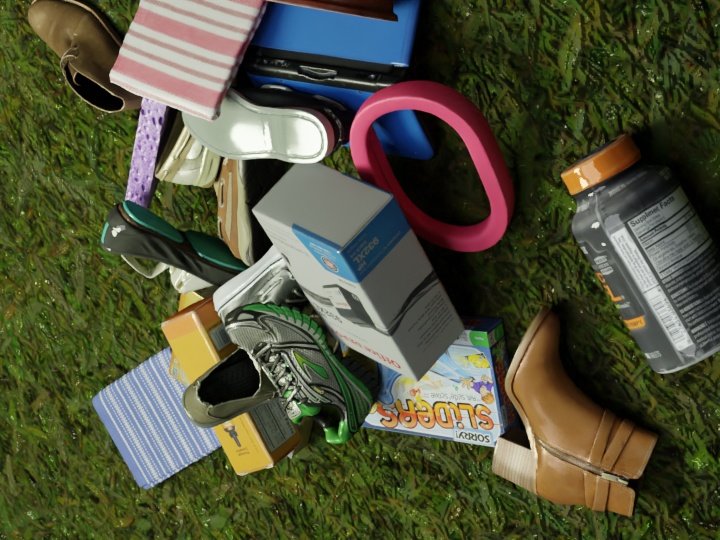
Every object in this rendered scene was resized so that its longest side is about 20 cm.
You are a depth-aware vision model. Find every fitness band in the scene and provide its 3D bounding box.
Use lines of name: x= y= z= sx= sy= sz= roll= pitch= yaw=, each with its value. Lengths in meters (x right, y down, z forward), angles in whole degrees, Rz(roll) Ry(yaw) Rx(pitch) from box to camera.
fitness band: x=0.071 y=-0.097 z=1.405 sx=0.142 sy=0.038 sz=0.201 roll=-5 pitch=131 yaw=29

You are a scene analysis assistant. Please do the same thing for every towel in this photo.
towel: x=-0.263 y=0.194 z=1.889 sx=0.199 sy=0.024 sz=0.146 roll=-32 pitch=89 yaw=43
towel: x=-0.160 y=-0.259 z=1.474 sx=0.145 sy=0.030 sz=0.202 roll=23 pitch=89 yaw=31

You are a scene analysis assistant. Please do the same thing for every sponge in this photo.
sponge: x=-0.224 y=-0.160 z=1.601 sx=0.029 sy=0.112 sz=0.201 roll=15 pitch=128 yaw=-3

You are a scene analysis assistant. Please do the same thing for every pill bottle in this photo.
pill bottle: x=0.257 y=-0.019 z=1.293 sx=0.106 sy=0.106 sz=0.201 roll=-29 pitch=93 yaw=44

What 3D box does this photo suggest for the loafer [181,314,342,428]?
loafer: x=-0.103 y=0.110 z=1.597 sx=0.076 sy=0.199 sz=0.070 roll=57 pitch=167 yaw=8

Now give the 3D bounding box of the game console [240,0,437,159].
game console: x=-0.009 y=-0.218 z=1.460 sx=0.198 sy=0.119 sz=0.171 roll=14 pitch=152 yaw=33

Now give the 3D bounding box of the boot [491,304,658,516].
boot: x=0.221 y=0.141 z=1.443 sx=0.153 sy=0.074 sz=0.202 roll=17 pitch=118 yaw=20

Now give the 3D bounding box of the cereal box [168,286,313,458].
cereal box: x=-0.136 y=0.113 z=1.725 sx=0.199 sy=0.039 sz=0.145 roll=31 pitch=129 yaw=22

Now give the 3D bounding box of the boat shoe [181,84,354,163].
boat shoe: x=-0.093 y=-0.149 z=1.465 sx=0.198 sy=0.060 sz=0.077 roll=20 pitch=119 yaw=32

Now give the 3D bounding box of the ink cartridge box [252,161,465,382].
ink cartridge box: x=0.000 y=0.000 z=1.454 sx=0.144 sy=0.084 sz=0.201 roll=25 pitch=154 yaw=45

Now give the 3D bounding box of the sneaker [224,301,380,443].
sneaker: x=-0.064 y=0.106 z=1.531 sx=0.199 sy=0.086 sz=0.078 roll=39 pitch=143 yaw=-21

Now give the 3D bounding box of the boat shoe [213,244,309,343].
boat shoe: x=-0.077 y=0.014 z=1.582 sx=0.199 sy=0.072 sz=0.072 roll=-37 pitch=69 yaw=34

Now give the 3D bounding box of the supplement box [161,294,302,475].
supplement box: x=-0.147 y=0.130 z=1.672 sx=0.066 sy=0.069 sz=0.202 roll=-20 pitch=98 yaw=42

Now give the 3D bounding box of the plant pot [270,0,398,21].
plant pot: x=-0.046 y=-0.337 z=1.300 sx=0.199 sy=0.200 sz=0.198 roll=16 pitch=102 yaw=31

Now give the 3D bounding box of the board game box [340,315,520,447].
board game box: x=0.071 y=0.112 z=1.561 sx=0.198 sy=0.034 sz=0.137 roll=3 pitch=115 yaw=37

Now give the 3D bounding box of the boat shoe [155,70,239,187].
boat shoe: x=-0.172 y=-0.187 z=1.544 sx=0.073 sy=0.062 sz=0.203 roll=-120 pitch=40 yaw=-59

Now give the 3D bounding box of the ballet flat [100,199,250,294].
ballet flat: x=-0.206 y=-0.018 z=1.624 sx=0.069 sy=0.199 sz=0.068 roll=-51 pitch=38 yaw=18

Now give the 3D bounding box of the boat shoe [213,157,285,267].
boat shoe: x=-0.129 y=-0.098 z=1.584 sx=0.073 sy=0.075 sz=0.202 roll=24 pitch=125 yaw=31

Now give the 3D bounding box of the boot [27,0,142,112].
boot: x=-0.318 y=-0.248 z=1.655 sx=0.199 sy=0.075 sz=0.074 roll=37 pitch=133 yaw=19
